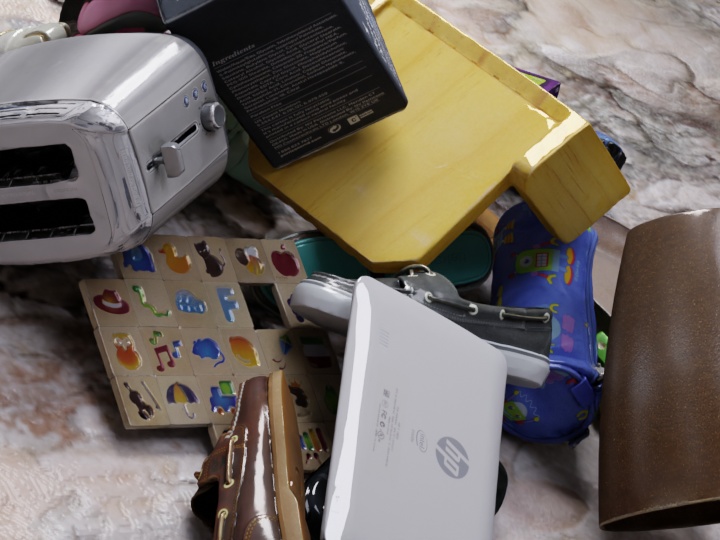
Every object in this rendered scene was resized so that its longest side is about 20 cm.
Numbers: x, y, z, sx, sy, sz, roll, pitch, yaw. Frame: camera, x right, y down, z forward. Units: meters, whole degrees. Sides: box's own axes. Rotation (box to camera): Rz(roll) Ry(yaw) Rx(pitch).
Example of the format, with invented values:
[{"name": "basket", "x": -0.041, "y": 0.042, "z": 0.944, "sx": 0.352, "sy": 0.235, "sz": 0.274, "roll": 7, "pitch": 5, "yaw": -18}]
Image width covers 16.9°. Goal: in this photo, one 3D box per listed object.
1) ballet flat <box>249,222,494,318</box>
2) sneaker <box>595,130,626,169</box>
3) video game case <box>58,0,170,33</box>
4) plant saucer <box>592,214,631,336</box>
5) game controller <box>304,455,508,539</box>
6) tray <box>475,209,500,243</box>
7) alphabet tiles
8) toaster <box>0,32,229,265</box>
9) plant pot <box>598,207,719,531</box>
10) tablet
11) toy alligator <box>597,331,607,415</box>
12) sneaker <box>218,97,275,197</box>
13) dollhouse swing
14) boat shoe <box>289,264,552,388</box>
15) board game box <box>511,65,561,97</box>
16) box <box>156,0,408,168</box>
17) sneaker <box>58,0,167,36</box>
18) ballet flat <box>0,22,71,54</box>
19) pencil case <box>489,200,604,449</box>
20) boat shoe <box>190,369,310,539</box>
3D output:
[{"name": "ballet flat", "x": 0.000, "y": 0.000, "z": 1.693, "sx": 0.199, "sy": 0.068, "sz": 0.064, "roll": -7, "pitch": 7, "yaw": -30}, {"name": "sneaker", "x": 0.139, "y": -0.109, "z": 1.998, "sx": 0.199, "sy": 0.075, "sz": 0.079, "roll": 15, "pitch": 32, "yaw": -37}, {"name": "video game case", "x": -0.153, "y": -0.230, "z": 1.898, "sx": 0.199, "sy": 0.023, "sz": 0.182, "roll": 23, "pitch": 32, "yaw": -24}, {"name": "plant saucer", "x": 0.218, "y": 0.025, "z": 1.915, "sx": 0.200, "sy": 0.032, "sz": 0.200, "roll": 32, "pitch": 25, "yaw": -17}, {"name": "game controller", "x": 0.029, "y": 0.144, "z": 1.539, "sx": 0.104, "sy": 0.042, "sz": 0.200, "roll": 53, "pitch": 33, "yaw": -3}, {"name": "tray", "x": 0.019, "y": -0.072, "z": 1.845, "sx": 0.200, "sy": 0.037, "sz": 0.099, "roll": 43, "pitch": 29, "yaw": 9}, {"name": "alphabet tiles", "x": -0.087, "y": 0.052, "z": 1.527, "sx": 0.200, "sy": 0.008, "sz": 0.168, "roll": 2, "pitch": 61, "yaw": -47}, {"name": "toaster", "x": -0.188, "y": -0.074, "z": 1.494, "sx": 0.199, "sy": 0.114, "sz": 0.129, "roll": -3, "pitch": 24, "yaw": 22}, {"name": "plant pot", "x": 0.240, "y": 0.065, "z": 1.654, "sx": 0.186, "sy": 0.187, "sz": 0.201, "roll": 4, "pitch": 73, "yaw": -45}, {"name": "tablet", "x": 0.037, "y": 0.110, "z": 1.505, "sx": 0.130, "sy": 0.014, "sz": 0.201, "roll": 29, "pitch": 50, "yaw": -28}, {"name": "toy alligator", "x": 0.199, "y": 0.088, "z": 1.802, "sx": 0.200, "sy": 0.059, "sz": 0.054, "roll": 48, "pitch": -15, "yaw": 33}, {"name": "sneaker", "x": -0.099, "y": -0.088, "z": 1.699, "sx": 0.118, "sy": 0.074, "sz": 0.201, "roll": 37, "pitch": 30, "yaw": -7}, {"name": "dollhouse swing", "x": 0.048, "y": -0.072, "z": 1.719, "sx": 0.200, "sy": 0.176, "sz": 0.182, "roll": 37, "pitch": -4, "yaw": 28}, {"name": "boat shoe", "x": 0.043, "y": 0.028, "z": 1.604, "sx": 0.199, "sy": 0.057, "sz": 0.069, "roll": 18, "pitch": -9, "yaw": -30}, {"name": "board game box", "x": 0.048, "y": -0.157, "z": 1.936, "sx": 0.199, "sy": 0.032, "sz": 0.120, "roll": 21, "pitch": 20, "yaw": 18}, {"name": "box", "x": -0.065, "y": -0.190, "z": 1.604, "sx": 0.200, "sy": 0.107, "sz": 0.149, "roll": 51, "pitch": 16, "yaw": -58}, {"name": "sneaker", "x": -0.173, "y": -0.200, "z": 1.678, "sx": 0.079, "sy": 0.200, "sz": 0.096, "roll": -10, "pitch": 89, "yaw": -16}, {"name": "ballet flat", "x": -0.190, "y": -0.126, "z": 1.600, "sx": 0.200, "sy": 0.071, "sz": 0.071, "roll": 29, "pitch": 24, "yaw": 25}, {"name": "pencil case", "x": 0.134, "y": 0.035, "z": 1.746, "sx": 0.200, "sy": 0.086, "sz": 0.078, "roll": -85, "pitch": 158, "yaw": -49}, {"name": "boat shoe", "x": -0.066, "y": 0.131, "z": 1.420, "sx": 0.070, "sy": 0.071, "sz": 0.200, "roll": -12, "pitch": 32, "yaw": 4}]
